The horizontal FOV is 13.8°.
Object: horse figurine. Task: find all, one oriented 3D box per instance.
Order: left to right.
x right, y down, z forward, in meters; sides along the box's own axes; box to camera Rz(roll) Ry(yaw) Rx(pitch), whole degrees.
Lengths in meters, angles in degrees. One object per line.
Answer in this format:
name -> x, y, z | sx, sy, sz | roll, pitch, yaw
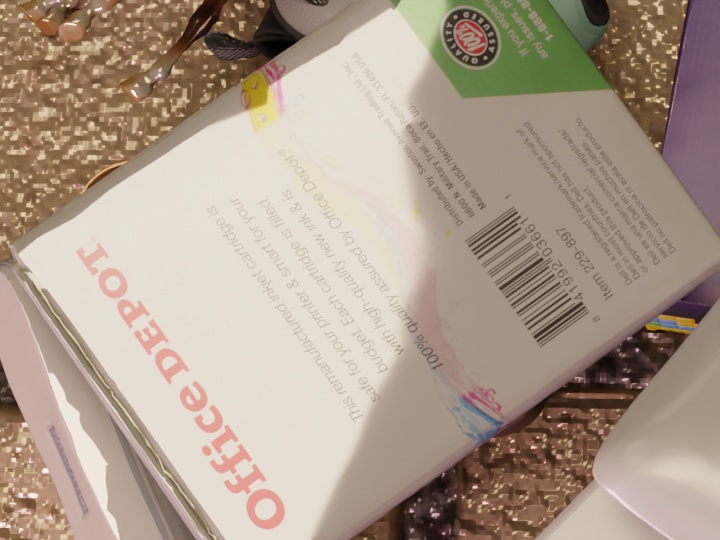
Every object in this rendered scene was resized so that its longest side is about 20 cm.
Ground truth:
horse figurine -> -0.068, -0.134, 1.115 | 0.050, 0.200, 0.133 | 42, 88, -23

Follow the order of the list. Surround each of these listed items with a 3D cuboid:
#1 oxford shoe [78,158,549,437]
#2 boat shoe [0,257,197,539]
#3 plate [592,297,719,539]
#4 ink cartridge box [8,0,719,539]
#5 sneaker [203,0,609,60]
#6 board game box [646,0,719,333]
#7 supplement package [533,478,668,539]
oxford shoe -> -0.024, 0.000, 1.109 | 0.199, 0.071, 0.072 | 20, 84, 17
boat shoe -> -0.071, 0.081, 1.088 | 0.068, 0.072, 0.201 | -22, 82, -21
plate -> 0.206, 0.053, 0.973 | 0.199, 0.032, 0.200 | 35, 56, 9
ink cartridge box -> 0.000, 0.000, 1.015 | 0.200, 0.088, 0.146 | -35, 85, -9
sneaker -> -0.006, -0.132, 1.136 | 0.140, 0.078, 0.200 | -34, 58, 14
board game box -> 0.200, -0.067, 1.092 | 0.165, 0.057, 0.201 | 9, 78, 11
supplement package -> 0.101, 0.147, 1.023 | 0.200, 0.120, 0.121 | -44, 74, -3
